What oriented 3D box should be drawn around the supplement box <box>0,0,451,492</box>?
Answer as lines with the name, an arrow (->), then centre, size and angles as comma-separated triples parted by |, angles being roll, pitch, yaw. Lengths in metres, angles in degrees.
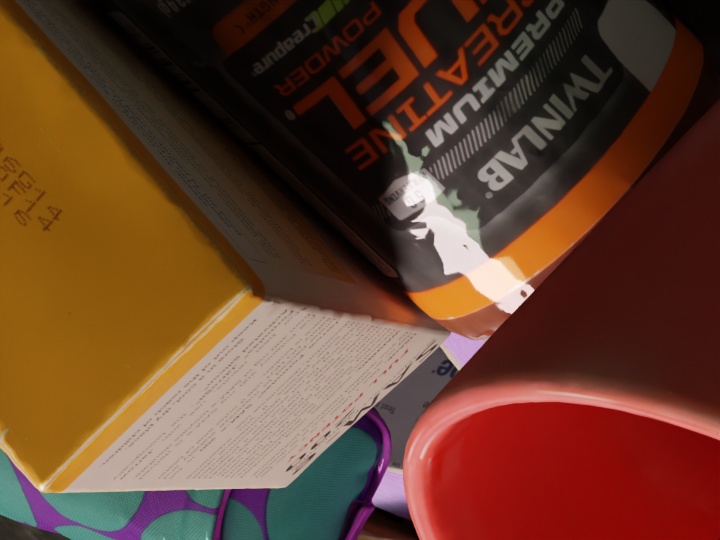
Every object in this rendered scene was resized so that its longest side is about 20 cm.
supplement box -> -0.063, -0.010, 0.750 | 0.126, 0.074, 0.200 | 48, -172, 14

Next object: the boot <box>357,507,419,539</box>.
boot -> 0.038, 0.128, 1.036 | 0.200, 0.077, 0.155 | 15, -175, 29

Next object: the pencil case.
pencil case -> -0.090, 0.055, 0.974 | 0.200, 0.085, 0.092 | 18, 161, 35

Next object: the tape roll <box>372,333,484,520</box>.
tape roll -> 0.000, 0.000, 0.940 | 0.200, 0.066, 0.200 | 28, 154, 15

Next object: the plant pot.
plant pot -> 0.138, 0.027, 0.679 | 0.200, 0.177, 0.200 | 29, 154, 16

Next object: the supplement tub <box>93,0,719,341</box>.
supplement tub -> 0.023, -0.055, 0.766 | 0.200, 0.107, 0.107 | 42, 154, -15
